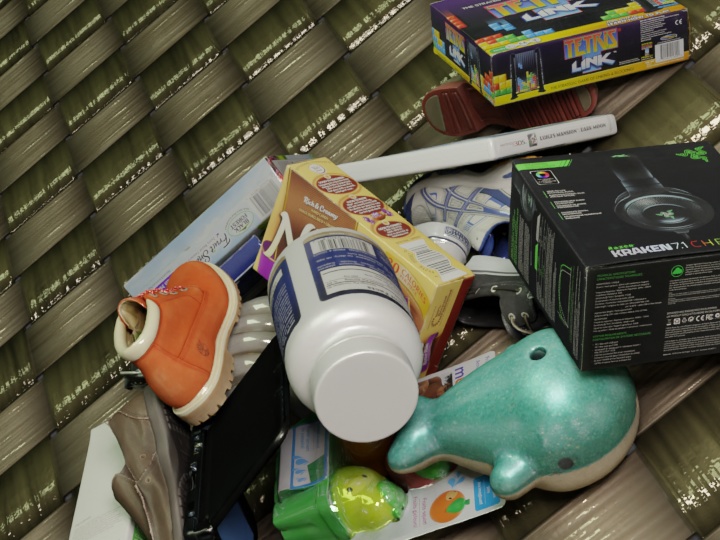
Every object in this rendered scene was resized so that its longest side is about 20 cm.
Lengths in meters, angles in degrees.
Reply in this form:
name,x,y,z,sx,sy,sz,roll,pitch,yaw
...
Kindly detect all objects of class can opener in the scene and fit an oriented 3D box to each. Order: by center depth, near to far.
name,x,y,z,sx,sy,sz,roll,pitch,yaw
can opener,-0.179,0.093,1.792,0.053,0.200,0.067,0,82,8

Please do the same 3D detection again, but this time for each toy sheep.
name,x,y,z,sx,sy,sz,roll,pitch,yaw
toy sheep,-0.089,0.090,1.740,0.138,0.138,0.200,-21,53,33

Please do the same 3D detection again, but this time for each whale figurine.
name,x,y,z,sx,sy,sz,roll,pitch,yaw
whale figurine,0.114,0.105,1.470,0.200,0.104,0.159,-7,40,17

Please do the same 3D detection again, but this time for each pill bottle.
name,x,y,z,sx,sy,sz,roll,pitch,yaw
pill bottle,-0.011,0.054,1.526,0.111,0.111,0.200,-38,26,9

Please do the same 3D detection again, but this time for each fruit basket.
name,x,y,z,sx,sy,sz,roll,pitch,yaw
fruit basket,0.023,0.156,1.566,0.200,0.094,0.185,-26,34,21

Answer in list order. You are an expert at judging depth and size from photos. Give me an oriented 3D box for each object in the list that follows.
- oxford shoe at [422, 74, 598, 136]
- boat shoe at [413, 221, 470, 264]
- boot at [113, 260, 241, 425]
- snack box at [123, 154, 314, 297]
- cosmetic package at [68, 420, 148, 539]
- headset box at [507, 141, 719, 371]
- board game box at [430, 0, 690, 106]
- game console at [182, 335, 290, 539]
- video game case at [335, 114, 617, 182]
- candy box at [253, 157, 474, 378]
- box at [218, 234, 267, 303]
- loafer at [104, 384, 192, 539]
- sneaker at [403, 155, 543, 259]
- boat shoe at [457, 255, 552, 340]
name,x,y,z,sx,sy,sz,roll,pitch,yaw
oxford shoe,0.155,-0.180,1.855,0.200,0.070,0.075,2,33,40
boat shoe,0.021,0.013,1.746,0.200,0.074,0.065,-29,36,52
boot,-0.167,0.038,1.677,0.075,0.107,0.200,-41,27,21
snack box,-0.128,-0.035,1.891,0.200,0.053,0.142,-40,-9,15
cosmetic package,-0.198,0.229,1.717,0.085,0.108,0.200,-29,35,26
headset box,0.222,-0.019,1.469,0.174,0.093,0.200,-6,29,-11
board game box,0.187,-0.228,1.796,0.200,0.057,0.165,-15,29,-14
game console,-0.081,0.179,1.576,0.116,0.176,0.200,-20,21,6
video game case,0.107,-0.113,1.761,0.200,0.023,0.182,-6,6,45
candy box,0.000,0.000,1.683,0.200,0.056,0.117,39,125,29
box,-0.130,0.020,1.861,0.121,0.032,0.200,-42,-6,1
loafer,-0.174,0.195,1.632,0.071,0.073,0.200,-25,53,13
sneaker,0.107,-0.046,1.733,0.200,0.075,0.088,-12,64,51
boat shoe,0.143,0.029,1.608,0.200,0.070,0.066,10,65,55
